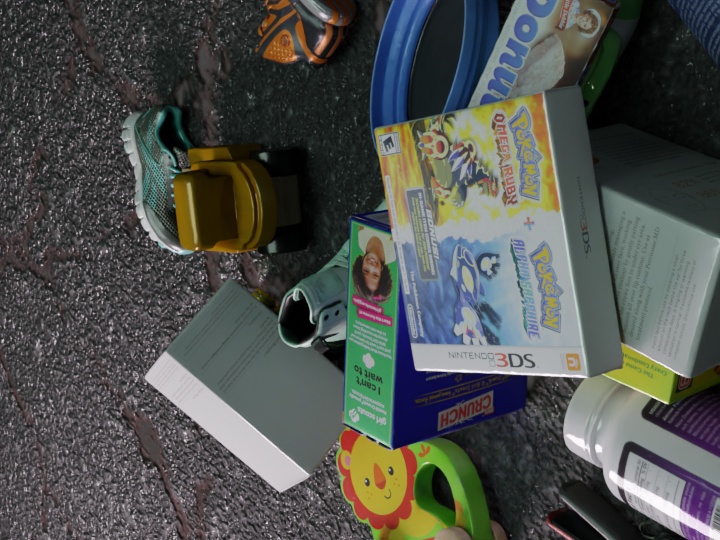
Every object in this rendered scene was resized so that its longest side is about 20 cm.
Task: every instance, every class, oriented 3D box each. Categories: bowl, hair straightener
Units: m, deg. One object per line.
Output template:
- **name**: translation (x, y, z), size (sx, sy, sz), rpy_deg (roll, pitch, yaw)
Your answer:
- **bowl**: translation (0.065, -0.186, 0.996), size (0.201, 0.039, 0.201), rpy_deg (-172, 90, -69)
- **hair straightener**: translation (0.249, 0.240, 0.946), size (0.200, 0.041, 0.077), rpy_deg (37, 126, 38)

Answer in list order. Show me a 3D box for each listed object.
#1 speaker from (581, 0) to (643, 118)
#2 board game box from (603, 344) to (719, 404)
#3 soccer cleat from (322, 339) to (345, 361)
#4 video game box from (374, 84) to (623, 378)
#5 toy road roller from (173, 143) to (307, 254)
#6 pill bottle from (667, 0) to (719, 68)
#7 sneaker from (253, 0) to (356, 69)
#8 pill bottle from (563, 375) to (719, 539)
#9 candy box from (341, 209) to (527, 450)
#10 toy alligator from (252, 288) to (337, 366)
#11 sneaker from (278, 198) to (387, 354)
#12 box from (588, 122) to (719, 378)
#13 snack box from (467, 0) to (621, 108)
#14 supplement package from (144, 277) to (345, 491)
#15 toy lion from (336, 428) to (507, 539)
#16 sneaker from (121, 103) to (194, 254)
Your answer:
- **speaker**: translation (0.156, -0.156, 0.919), size (0.088, 0.088, 0.200), rpy_deg (48, 132, 30)
- **board game box**: translation (0.199, 0.039, 0.904), size (0.200, 0.102, 0.048), rpy_deg (25, 117, 44)
- **soccer cleat**: translation (0.009, 0.043, 1.158), size (0.081, 0.068, 0.200), rpy_deg (54, 132, 24)
- **video game box**: translation (0.097, -0.022, 0.818), size (0.182, 0.047, 0.200), rpy_deg (-5, 97, 49)
- **toy road roller**: translation (-0.163, -0.078, 1.262), size (0.200, 0.146, 0.123), rpy_deg (6, 104, 49)
- **pill bottle**: translation (0.278, -0.181, 0.740), size (0.200, 0.111, 0.111), rpy_deg (60, 137, 20)
- **sneaker**: translation (-0.093, -0.292, 1.179), size (0.200, 0.078, 0.112), rpy_deg (56, 134, 24)
- **pill bottle**: translation (0.260, 0.148, 0.855), size (0.200, 0.111, 0.111), rpy_deg (27, 119, 43)
- **candy box**: translation (0.073, 0.042, 1.001), size (0.077, 0.169, 0.200), rpy_deg (20, 114, 49)
- **toy alligator**: translation (-0.093, 0.079, 1.301), size (0.200, 0.059, 0.054), rpy_deg (33, 168, 32)
- **sneaker**: translation (0.000, 0.001, 1.049), size (0.074, 0.118, 0.200), rpy_deg (43, 115, 16)
- **box**: translation (0.216, -0.025, 0.829), size (0.200, 0.152, 0.106), rpy_deg (31, 124, 42)
- **snack box**: translation (0.128, -0.138, 0.876), size (0.072, 0.024, 0.200), rpy_deg (32, 126, 13)
- **supplement package**: translation (-0.113, 0.127, 1.203), size (0.200, 0.117, 0.117), rpy_deg (41, 150, -3)
- **toy lion**: translation (0.050, 0.228, 1.168), size (0.200, 0.069, 0.192), rpy_deg (-27, 72, 49)
- **sneaker**: translation (-0.241, -0.120, 1.403), size (0.091, 0.078, 0.200), rpy_deg (-25, 82, 45)
